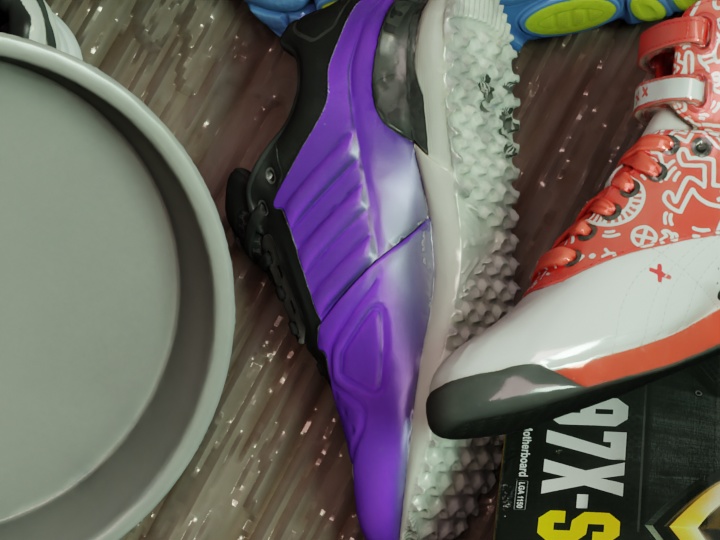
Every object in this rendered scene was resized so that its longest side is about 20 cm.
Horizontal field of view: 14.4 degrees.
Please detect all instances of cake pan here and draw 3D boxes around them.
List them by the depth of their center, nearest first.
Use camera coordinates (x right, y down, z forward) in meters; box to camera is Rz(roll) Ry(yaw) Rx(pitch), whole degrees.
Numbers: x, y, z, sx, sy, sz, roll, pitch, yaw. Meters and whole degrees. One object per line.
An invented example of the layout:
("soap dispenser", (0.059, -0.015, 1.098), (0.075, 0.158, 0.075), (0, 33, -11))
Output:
("cake pan", (-0.143, 0.014, 0.958), (0.199, 0.037, 0.202), (-4, 108, -13))

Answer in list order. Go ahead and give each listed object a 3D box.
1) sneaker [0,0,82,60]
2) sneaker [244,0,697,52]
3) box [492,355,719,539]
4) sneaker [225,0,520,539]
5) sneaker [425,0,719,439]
("sneaker", (-0.176, -0.026, 0.995), (0.073, 0.080, 0.201), (34, 78, 6))
("sneaker", (0.048, -0.126, 1.038), (0.198, 0.071, 0.083), (-10, 52, 0))
("box", (0.121, 0.100, 0.909), (0.158, 0.050, 0.201), (2, 38, 7))
("sneaker", (0.000, 0.000, 1.000), (0.099, 0.069, 0.202), (2, 87, 26))
("sneaker", (0.096, -0.023, 0.928), (0.200, 0.067, 0.109), (-20, 83, -16))
